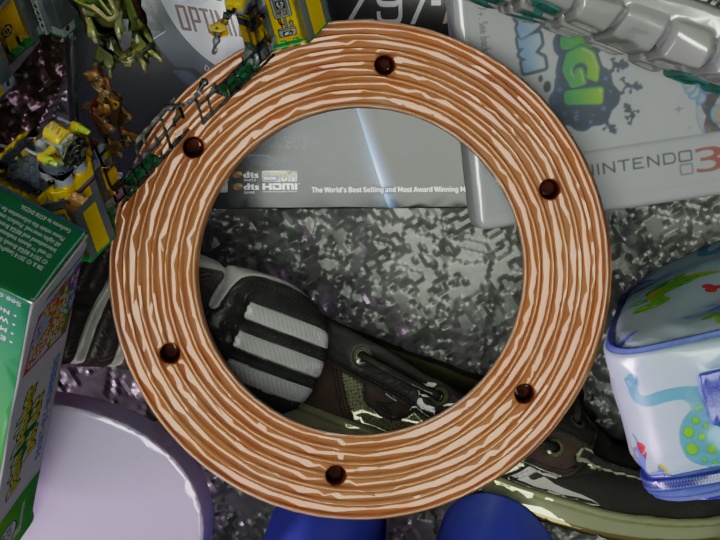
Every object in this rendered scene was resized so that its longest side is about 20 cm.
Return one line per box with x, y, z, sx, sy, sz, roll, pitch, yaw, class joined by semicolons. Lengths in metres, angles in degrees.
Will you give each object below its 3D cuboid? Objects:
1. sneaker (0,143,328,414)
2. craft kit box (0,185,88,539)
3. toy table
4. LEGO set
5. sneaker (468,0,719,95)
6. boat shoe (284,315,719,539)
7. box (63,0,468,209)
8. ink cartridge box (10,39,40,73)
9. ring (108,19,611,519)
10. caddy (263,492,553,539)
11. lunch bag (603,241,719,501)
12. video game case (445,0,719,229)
-0.119;0.005;1.133;0.200;0.116;0.076;27;84;-22;sneaker
-0.209;0.012;1.027;0.200;0.049;0.198;27;144;8;craft kit box
-0.152;0.106;1.172;0.200;0.117;0.184;-4;103;10;toy table
-0.113;-0.110;1.018;0.154;0.200;0.116;33;153;35;LEGO set
0.097;-0.135;1.052;0.200;0.078;0.091;19;86;-19;sneaker
0.066;0.067;1.153;0.201;0.072;0.066;13;97;1;boat shoe
-0.024;-0.107;1.142;0.200;0.044;0.160;1;103;8;box
-0.259;-0.070;1.163;0.146;0.084;0.200;41;106;-2;ink cartridge box
0.000;0.000;1.082;0.200;0.019;0.201;0;94;-2;ring
0.014;0.178;1.136;0.141;0.105;0.200;8;136;9;caddy
0.199;0.026;1.080;0.200;0.161;0.082;-16;99;11;lunch bag
0.123;-0.127;1.098;0.182;0.024;0.200;-8;103;-8;video game case
